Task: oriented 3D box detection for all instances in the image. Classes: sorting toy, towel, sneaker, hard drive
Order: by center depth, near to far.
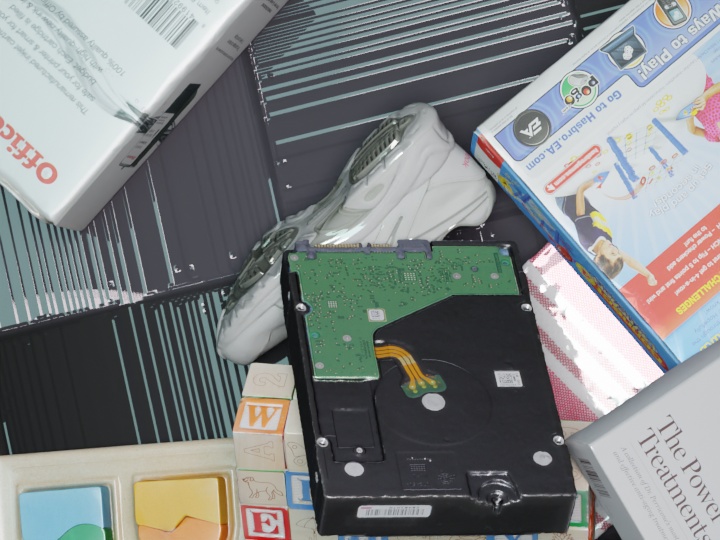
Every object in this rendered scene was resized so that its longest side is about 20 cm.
[{"bbox_3d":[0.033,0.062,1.589,0.139,0.038,0.200,0,44,-11],"label":"hard drive"},{"bbox_3d":[0.000,0.000,1.698,0.099,0.078,0.200,41,112,-18],"label":"sneaker"},{"bbox_3d":[0.137,0.059,1.702,0.200,0.030,0.146,-45,82,6],"label":"towel"},{"bbox_3d":[-0.136,0.197,1.728,0.199,0.036,0.186,-5,86,8],"label":"sorting toy"}]

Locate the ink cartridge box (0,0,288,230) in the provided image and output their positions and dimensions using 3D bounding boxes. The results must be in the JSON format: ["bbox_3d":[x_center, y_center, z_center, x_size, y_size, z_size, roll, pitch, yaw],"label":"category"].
[{"bbox_3d":[-0.162,-0.143,1.729,0.147,0.083,0.200,43,93,8],"label":"ink cartridge box"}]

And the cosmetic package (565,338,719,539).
[{"bbox_3d":[0.228,0.138,1.593,0.150,0.052,0.200,-33,98,-12],"label":"cosmetic package"}]

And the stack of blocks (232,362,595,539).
[{"bbox_3d":[0.033,0.120,1.644,0.199,0.059,0.116,4,130,8],"label":"stack of blocks"}]

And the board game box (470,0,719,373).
[{"bbox_3d":[0.200,-0.063,1.662,0.200,0.056,0.196,-39,82,-8],"label":"board game box"}]
